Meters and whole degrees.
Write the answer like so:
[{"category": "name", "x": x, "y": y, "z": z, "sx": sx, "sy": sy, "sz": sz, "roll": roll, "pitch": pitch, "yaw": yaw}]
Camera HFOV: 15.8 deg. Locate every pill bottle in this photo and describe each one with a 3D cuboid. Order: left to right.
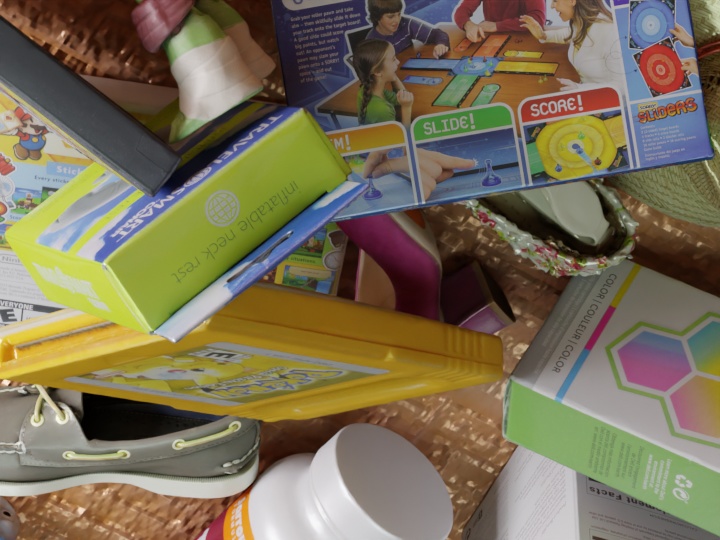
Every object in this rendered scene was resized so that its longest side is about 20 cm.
[{"category": "pill bottle", "x": -0.040, "y": 0.179, "z": 1.502, "sx": 0.113, "sy": 0.113, "sz": 0.200, "roll": 30, "pitch": 124, "yaw": -22}]

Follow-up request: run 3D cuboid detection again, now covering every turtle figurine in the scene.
[{"category": "turtle figurine", "x": -0.136, "y": -0.145, "z": 1.202, "sx": 0.194, "sy": 0.200, "sz": 0.144, "roll": 59, "pitch": 156, "yaw": -9}]

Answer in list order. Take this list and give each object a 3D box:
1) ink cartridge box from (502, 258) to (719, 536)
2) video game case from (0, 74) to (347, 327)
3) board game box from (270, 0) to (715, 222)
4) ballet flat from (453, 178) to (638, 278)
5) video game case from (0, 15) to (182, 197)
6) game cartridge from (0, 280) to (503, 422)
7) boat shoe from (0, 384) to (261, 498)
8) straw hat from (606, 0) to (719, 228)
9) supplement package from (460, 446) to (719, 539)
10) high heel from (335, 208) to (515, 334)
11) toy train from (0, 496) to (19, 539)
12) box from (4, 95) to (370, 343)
[{"category": "ink cartridge box", "x": 0.186, "y": 0.075, "z": 1.361, "sx": 0.200, "sy": 0.104, "sz": 0.059, "roll": 24, "pitch": 145, "yaw": 16}, {"category": "video game case", "x": -0.107, "y": -0.021, "z": 1.396, "sx": 0.199, "sy": 0.023, "sz": 0.182, "roll": 8, "pitch": 130, "yaw": -4}, {"category": "board game box", "x": 0.062, "y": -0.104, "z": 1.255, "sx": 0.199, "sy": 0.034, "sz": 0.136, "roll": -9, "pitch": 89, "yaw": 5}, {"category": "ballet flat", "x": 0.069, "y": -0.061, "z": 1.322, "sx": 0.200, "sy": 0.064, "sz": 0.076, "roll": 32, "pitch": 83, "yaw": -29}, {"category": "video game case", "x": -0.184, "y": -0.113, "z": 1.217, "sx": 0.200, "sy": 0.181, "sz": 0.026, "roll": 38, "pitch": 87, "yaw": -18}, {"category": "game cartridge", "x": -0.056, "y": 0.045, "z": 1.326, "sx": 0.200, "sy": 0.033, "sz": 0.176, "roll": 15, "pitch": 160, "yaw": -41}, {"category": "boat shoe", "x": -0.155, "y": 0.085, "z": 1.454, "sx": 0.201, "sy": 0.072, "sz": 0.060, "roll": 3, "pitch": 131, "yaw": -7}, {"category": "straw hat", "x": 0.200, "y": -0.070, "z": 1.304, "sx": 0.200, "sy": 0.085, "sz": 0.201, "roll": 1, "pitch": 131, "yaw": 1}, {"category": "supplement package", "x": 0.153, "y": 0.193, "z": 1.451, "sx": 0.150, "sy": 0.200, "sz": 0.152, "roll": 19, "pitch": 129, "yaw": -13}, {"category": "high heel", "x": 0.000, "y": 0.000, "z": 1.367, "sx": 0.096, "sy": 0.067, "sz": 0.200, "roll": -30, "pitch": 146, "yaw": 13}, {"category": "toy train", "x": -0.262, "y": 0.207, "z": 1.530, "sx": 0.087, "sy": 0.114, "sz": 0.200, "roll": 29, "pitch": 125, "yaw": -18}, {"category": "box", "x": -0.087, "y": -0.028, "z": 1.228, "sx": 0.122, "sy": 0.200, "sz": 0.048, "roll": -39, "pitch": 108, "yaw": -15}]
